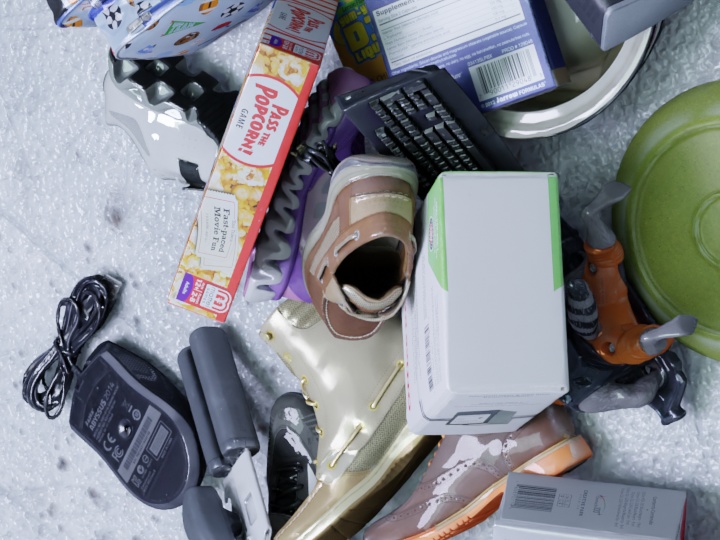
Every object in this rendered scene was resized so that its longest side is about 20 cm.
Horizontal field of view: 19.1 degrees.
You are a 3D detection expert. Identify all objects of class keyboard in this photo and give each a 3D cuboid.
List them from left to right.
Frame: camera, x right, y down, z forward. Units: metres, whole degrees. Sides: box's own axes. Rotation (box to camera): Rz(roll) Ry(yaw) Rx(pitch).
[{"bbox_3d":[0.032,-0.075,1.462,0.126,0.200,0.021,-18,62,16],"label":"keyboard"}]

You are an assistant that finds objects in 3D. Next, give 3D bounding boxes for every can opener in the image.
[{"bbox_3d":[-0.115,0.135,1.651,0.053,0.066,0.201,-55,44,44],"label":"can opener"}]

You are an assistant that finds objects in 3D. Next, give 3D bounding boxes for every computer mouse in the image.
[{"bbox_3d":[-0.184,0.110,1.747,0.200,0.053,0.139,46,117,26],"label":"computer mouse"}]

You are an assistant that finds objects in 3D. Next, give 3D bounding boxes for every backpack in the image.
[{"bbox_3d":[-0.131,-0.249,1.560,0.190,0.200,0.154,-40,85,24],"label":"backpack"}]

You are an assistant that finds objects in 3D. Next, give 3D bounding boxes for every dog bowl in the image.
[{"bbox_3d":[0.123,-0.194,1.476,0.199,0.074,0.202,6,102,27],"label":"dog bowl"}]

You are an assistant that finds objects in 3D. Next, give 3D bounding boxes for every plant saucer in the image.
[{"bbox_3d":[0.258,-0.030,1.463,0.199,0.031,0.202,7,104,29],"label":"plant saucer"}]

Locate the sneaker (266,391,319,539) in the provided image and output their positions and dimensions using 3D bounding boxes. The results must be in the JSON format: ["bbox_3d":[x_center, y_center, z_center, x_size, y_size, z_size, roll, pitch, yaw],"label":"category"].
[{"bbox_3d":[-0.048,0.197,1.658,0.066,0.090,0.202,-1,100,30],"label":"sneaker"}]

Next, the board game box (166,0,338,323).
[{"bbox_3d":[-0.075,-0.085,1.499,0.046,0.152,0.201,20,114,-4],"label":"board game box"}]

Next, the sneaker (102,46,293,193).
[{"bbox_3d":[-0.117,-0.095,1.656,0.200,0.074,0.089,38,135,17],"label":"sneaker"}]

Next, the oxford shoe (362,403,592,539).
[{"bbox_3d":[0.076,0.153,1.593,0.199,0.071,0.073,-32,80,22],"label":"oxford shoe"}]

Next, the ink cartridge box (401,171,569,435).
[{"bbox_3d":[0.080,0.027,1.457,0.083,0.200,0.147,-1,79,-6],"label":"ink cartridge box"}]

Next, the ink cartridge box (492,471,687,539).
[{"bbox_3d":[0.180,0.258,1.517,0.174,0.084,0.202,6,112,10],"label":"ink cartridge box"}]

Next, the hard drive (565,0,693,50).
[{"bbox_3d":[0.202,-0.248,1.378,0.199,0.042,0.135,-35,81,-6],"label":"hard drive"}]

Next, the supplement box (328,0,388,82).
[{"bbox_3d":[0.025,-0.158,1.551,0.066,0.069,0.201,-25,86,30],"label":"supplement box"}]

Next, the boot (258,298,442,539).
[{"bbox_3d":[-0.028,0.107,1.614,0.155,0.073,0.200,43,96,17],"label":"boot"}]

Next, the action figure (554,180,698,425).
[{"bbox_3d":[0.148,0.022,1.481,0.200,0.104,0.194,53,153,20],"label":"action figure"}]

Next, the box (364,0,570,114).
[{"bbox_3d":[0.056,-0.202,1.450,0.120,0.032,0.201,-17,93,29],"label":"box"}]

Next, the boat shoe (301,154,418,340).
[{"bbox_3d":[0.000,0.000,1.479,0.075,0.200,0.072,-3,59,-6],"label":"boat shoe"}]

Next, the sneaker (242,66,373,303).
[{"bbox_3d":[-0.018,-0.053,1.548,0.088,0.081,0.201,18,123,-6],"label":"sneaker"}]
